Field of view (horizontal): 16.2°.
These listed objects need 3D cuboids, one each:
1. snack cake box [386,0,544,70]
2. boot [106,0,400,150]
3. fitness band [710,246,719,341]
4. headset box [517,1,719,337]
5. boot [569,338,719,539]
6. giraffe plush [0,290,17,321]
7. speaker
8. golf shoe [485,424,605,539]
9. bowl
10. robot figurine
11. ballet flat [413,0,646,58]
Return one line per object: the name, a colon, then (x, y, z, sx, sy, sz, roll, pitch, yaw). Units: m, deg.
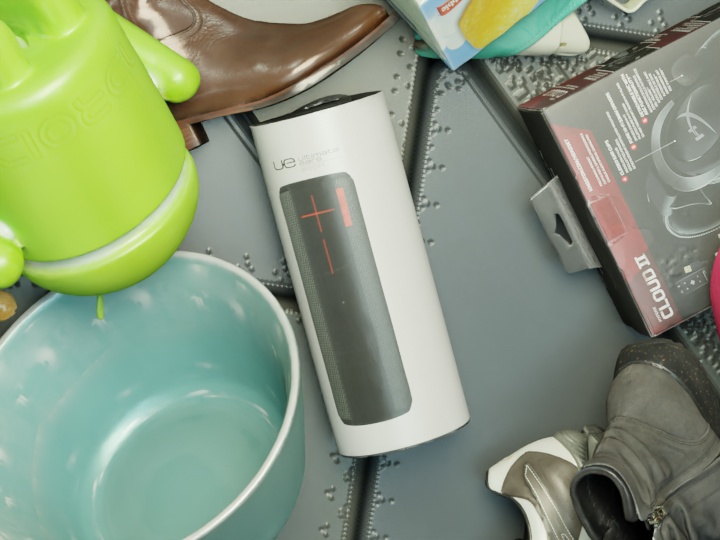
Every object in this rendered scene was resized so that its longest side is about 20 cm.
snack cake box: (0.089, -0.220, 1.411, 0.200, 0.067, 0.115, -38, 53, -3)
boot: (-0.100, -0.178, 1.423, 0.186, 0.064, 0.200, -27, 93, -2)
fitness band: (0.271, 0.013, 1.443, 0.144, 0.037, 0.200, -25, 137, -3)
headset box: (0.197, -0.065, 1.460, 0.200, 0.077, 0.149, -28, 98, -3)
boot: (0.186, 0.149, 1.434, 0.070, 0.132, 0.200, -23, 119, 38)
giraffe plush: (-0.274, 0.000, 1.377, 0.162, 0.200, 0.173, 25, 108, -35)
speaker: (0.000, 0.000, 1.440, 0.081, 0.081, 0.200, -15, 97, -6)
golf shoe: (0.127, 0.194, 1.479, 0.094, 0.078, 0.200, -13, 86, -2)
bowl: (-0.110, 0.100, 1.395, 0.201, 0.201, 0.105, -35, 140, -3)
robot figurine: (-0.159, -0.070, 1.340, 0.175, 0.116, 0.200, -51, 133, -28)
ballet flat: (0.127, -0.165, 1.451, 0.200, 0.067, 0.070, -37, 112, -1)
